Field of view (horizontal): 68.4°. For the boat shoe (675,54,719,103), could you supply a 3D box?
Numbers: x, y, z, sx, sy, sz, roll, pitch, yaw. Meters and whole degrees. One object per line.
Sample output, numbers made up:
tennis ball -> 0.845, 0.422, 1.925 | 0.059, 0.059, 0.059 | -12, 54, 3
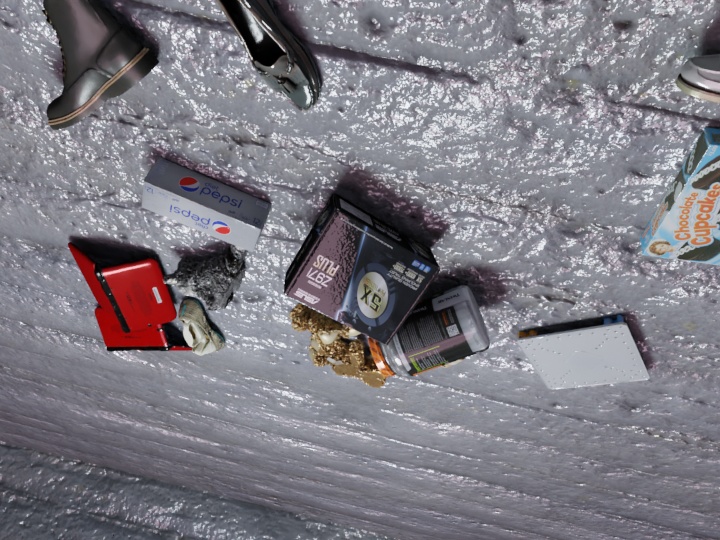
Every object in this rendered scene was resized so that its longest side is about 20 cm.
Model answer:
boat shoe -> 0.432, -0.210, 0.537 | 0.198, 0.075, 0.069 | 2, 135, 4

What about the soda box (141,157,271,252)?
soda box -> -0.255, -0.108, 0.883 | 0.198, 0.064, 0.068 | 22, 140, -10

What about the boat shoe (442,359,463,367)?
boat shoe -> 0.117, 0.155, 1.083 | 0.198, 0.074, 0.069 | 22, 136, -11

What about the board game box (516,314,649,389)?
board game box -> 0.434, 0.165, 1.035 | 0.198, 0.026, 0.200 | -15, 134, 32

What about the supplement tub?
supplement tub -> 0.121, 0.115, 0.956 | 0.198, 0.123, 0.123 | -22, 132, 15

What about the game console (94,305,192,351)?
game console -> -0.531, 0.147, 1.328 | 0.198, 0.119, 0.174 | -4, 108, 21

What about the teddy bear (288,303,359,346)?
teddy bear -> -0.065, 0.086, 1.000 | 0.143, 0.200, 0.068 | -12, 103, -6

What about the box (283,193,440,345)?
box -> 0.000, 0.000, 0.863 | 0.199, 0.086, 0.164 | 29, 109, -17

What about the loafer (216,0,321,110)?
loafer -> -0.116, -0.270, 0.637 | 0.071, 0.063, 0.201 | -9, 136, 27

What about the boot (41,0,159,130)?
boot -> -0.385, -0.287, 0.705 | 0.198, 0.078, 0.139 | -23, 126, 21

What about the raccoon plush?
raccoon plush -> -0.291, -0.019, 1.021 | 0.133, 0.097, 0.201 | 29, 112, 2

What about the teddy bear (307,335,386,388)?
teddy bear -> -0.029, 0.196, 1.202 | 0.198, 0.067, 0.146 | 9, 133, 18

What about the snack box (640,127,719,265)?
snack box -> 0.467, -0.089, 0.697 | 0.115, 0.037, 0.201 | 8, 142, 8

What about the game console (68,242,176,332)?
game console -> -0.509, 0.026, 1.147 | 0.171, 0.119, 0.201 | -15, 139, -15

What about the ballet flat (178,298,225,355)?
ballet flat -> -0.377, 0.150, 1.234 | 0.067, 0.076, 0.201 | 3, 141, 13
